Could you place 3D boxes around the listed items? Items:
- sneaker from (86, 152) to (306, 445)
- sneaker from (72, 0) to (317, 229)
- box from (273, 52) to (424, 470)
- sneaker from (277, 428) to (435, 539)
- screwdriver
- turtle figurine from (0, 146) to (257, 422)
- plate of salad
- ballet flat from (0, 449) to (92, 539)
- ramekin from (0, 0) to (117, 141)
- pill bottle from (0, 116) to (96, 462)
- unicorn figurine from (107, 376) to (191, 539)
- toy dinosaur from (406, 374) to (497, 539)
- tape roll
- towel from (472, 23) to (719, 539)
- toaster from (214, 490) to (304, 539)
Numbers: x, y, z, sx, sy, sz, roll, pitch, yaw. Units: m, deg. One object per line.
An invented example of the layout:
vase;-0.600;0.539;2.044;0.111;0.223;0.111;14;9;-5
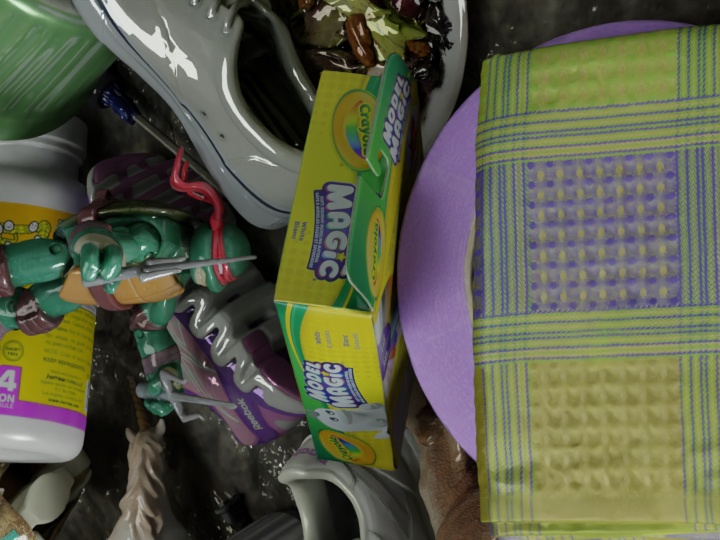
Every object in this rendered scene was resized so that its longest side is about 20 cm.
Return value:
sneaker;-0.092;0.021;0.921;0.200;0.080;0.089;48;139;17
sneaker;-0.073;-0.118;0.798;0.201;0.073;0.071;52;135;-2
box;0.000;0.000;0.736;0.048;0.118;0.201;7;152;7
sneaker;0.015;0.174;0.862;0.075;0.099;0.202;-25;90;42
screwdriver;-0.122;-0.077;0.937;0.200;0.028;0.029;45;101;25
turtle figurine;-0.127;0.011;0.829;0.198;0.101;0.150;-6;140;17
plate of salad;-0.031;-0.133;0.824;0.199;0.048;0.202;16;115;37
ballet flat;-0.200;0.140;1.014;0.065;0.200;0.071;-31;103;12
ramekin;-0.193;-0.179;0.856;0.097;0.199;0.201;-33;83;36
pill bottle;-0.207;0.008;0.960;0.104;0.104;0.202;-10;72;43
unicorn figurine;-0.140;0.189;0.999;0.073;0.201;0.138;6;137;35
toy dinosaur;0.090;0.129;0.798;0.199;0.136;0.086;30;168;5
tape roll;0.118;0.002;0.672;0.198;0.066;0.202;-2;85;22
towel;0.111;0.009;0.628;0.142;0.023;0.202;-4;85;22
toaster;-0.062;0.231;0.932;0.113;0.129;0.201;-37;80;42
